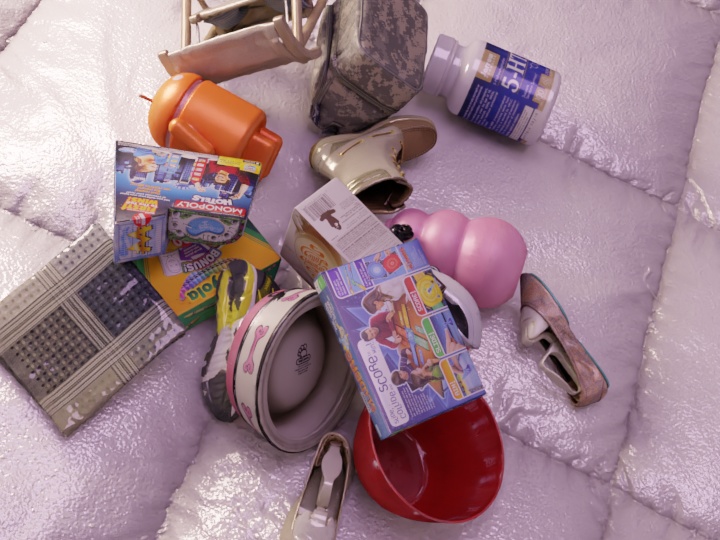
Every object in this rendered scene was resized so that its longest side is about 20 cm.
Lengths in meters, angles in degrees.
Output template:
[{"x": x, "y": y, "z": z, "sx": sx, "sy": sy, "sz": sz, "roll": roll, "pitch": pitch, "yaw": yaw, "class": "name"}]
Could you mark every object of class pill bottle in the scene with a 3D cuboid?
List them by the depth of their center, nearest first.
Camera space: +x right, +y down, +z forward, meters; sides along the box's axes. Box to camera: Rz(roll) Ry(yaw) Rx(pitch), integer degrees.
[{"x": 0.196, "y": -0.283, "z": 1.813, "sx": 0.198, "sy": 0.120, "sz": 0.121, "roll": 22, "pitch": 53, "yaw": -2, "class": "pill bottle"}]

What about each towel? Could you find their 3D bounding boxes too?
[{"x": -0.339, "y": 0.071, "z": 1.434, "sx": 0.200, "sy": 0.035, "sz": 0.193, "roll": -40, "pitch": 75, "yaw": -13, "class": "towel"}]

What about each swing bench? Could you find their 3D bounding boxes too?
[{"x": -0.161, "y": -0.354, "z": 1.690, "sx": 0.196, "sy": 0.130, "sz": 0.202, "roll": -10, "pitch": 53, "yaw": 22, "class": "swing bench"}]

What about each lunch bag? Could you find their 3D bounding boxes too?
[{"x": -0.001, "y": -0.310, "z": 1.744, "sx": 0.138, "sy": 0.167, "sz": 0.202, "roll": 26, "pitch": 49, "yaw": -28, "class": "lunch bag"}]

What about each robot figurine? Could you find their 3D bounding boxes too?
[{"x": -0.208, "y": -0.197, "z": 1.629, "sx": 0.198, "sy": 0.117, "sz": 0.145, "roll": 29, "pitch": 58, "yaw": 3, "class": "robot figurine"}]

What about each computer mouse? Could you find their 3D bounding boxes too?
[{"x": 0.099, "y": 0.014, "z": 1.524, "sx": 0.044, "sy": 0.110, "sz": 0.200, "roll": -42, "pitch": 81, "yaw": 11, "class": "computer mouse"}]

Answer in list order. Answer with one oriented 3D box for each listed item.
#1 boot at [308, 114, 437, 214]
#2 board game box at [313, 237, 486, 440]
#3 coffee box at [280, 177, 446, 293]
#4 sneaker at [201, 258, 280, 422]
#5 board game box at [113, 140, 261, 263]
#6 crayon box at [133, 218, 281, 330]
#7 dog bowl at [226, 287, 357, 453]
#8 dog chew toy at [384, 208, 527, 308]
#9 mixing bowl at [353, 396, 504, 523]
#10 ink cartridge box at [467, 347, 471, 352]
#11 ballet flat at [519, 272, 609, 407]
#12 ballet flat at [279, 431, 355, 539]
[{"x": 0.044, "y": -0.148, "z": 1.670, "sx": 0.198, "sy": 0.073, "sz": 0.155, "roll": -16, "pitch": 37, "yaw": -19, "class": "boot"}, {"x": 0.045, "y": 0.077, "z": 1.367, "sx": 0.134, "sy": 0.034, "sz": 0.202, "roll": -19, "pitch": 78, "yaw": -23, "class": "board game box"}, {"x": 0.000, "y": 0.000, "z": 1.481, "sx": 0.079, "sy": 0.115, "sz": 0.200, "roll": -37, "pitch": 76, "yaw": -29, "class": "coffee box"}, {"x": -0.138, "y": 0.090, "z": 1.471, "sx": 0.084, "sy": 0.074, "sz": 0.203, "roll": 19, "pitch": 75, "yaw": -43, "class": "sneaker"}, {"x": -0.236, "y": -0.079, "z": 1.488, "sx": 0.197, "sy": 0.062, "sz": 0.201, "roll": 9, "pitch": 34, "yaw": 0, "class": "board game box"}, {"x": -0.217, "y": 0.000, "z": 1.532, "sx": 0.199, "sy": 0.058, "sz": 0.119, "roll": -30, "pitch": 70, "yaw": -31, "class": "crayon box"}, {"x": -0.082, "y": 0.113, "z": 1.426, "sx": 0.073, "sy": 0.202, "sz": 0.200, "roll": 17, "pitch": 45, "yaw": 36, "class": "dog bowl"}, {"x": 0.126, "y": -0.027, "z": 1.623, "sx": 0.198, "sy": 0.125, "sz": 0.125, "roll": 19, "pitch": 53, "yaw": 5, "class": "dog chew toy"}, {"x": 0.066, "y": 0.220, "z": 1.427, "sx": 0.198, "sy": 0.108, "sz": 0.202, "roll": 17, "pitch": 56, "yaw": -27, "class": "mixing bowl"}, {"x": 0.042, "y": 0.067, "z": 1.562, "sx": 0.116, "sy": 0.068, "sz": 0.200, "roll": -34, "pitch": 74, "yaw": -32, "class": "ink cartridge box"}, {"x": 0.260, "y": 0.097, "z": 1.600, "sx": 0.067, "sy": 0.068, "sz": 0.201, "roll": -31, "pitch": 80, "yaw": -19, "class": "ballet flat"}, {"x": -0.050, "y": 0.280, "z": 1.393, "sx": 0.069, "sy": 0.070, "sz": 0.202, "roll": 18, "pitch": 54, "yaw": -4, "class": "ballet flat"}]
